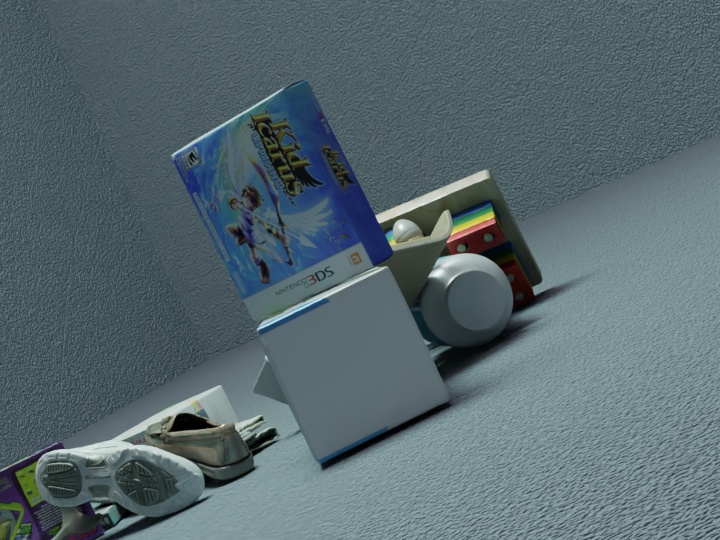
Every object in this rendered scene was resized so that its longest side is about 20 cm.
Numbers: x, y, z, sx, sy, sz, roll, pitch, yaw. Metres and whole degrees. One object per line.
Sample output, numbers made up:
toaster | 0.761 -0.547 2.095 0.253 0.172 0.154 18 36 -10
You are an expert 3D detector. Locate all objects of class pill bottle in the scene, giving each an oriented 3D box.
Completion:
pill bottle | 0.118 0.037 1.861 0.110 0.112 0.200 -26 3 -8

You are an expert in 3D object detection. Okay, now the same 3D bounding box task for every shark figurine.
shark figurine | -0.391 0.326 1.714 0.213 0.129 0.089 -8 20 -25

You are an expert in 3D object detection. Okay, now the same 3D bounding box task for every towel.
towel | -0.219 0.231 1.895 0.192 0.035 0.199 -23 4 -37

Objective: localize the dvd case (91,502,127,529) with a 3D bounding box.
dvd case | -0.374 0.326 1.900 0.199 0.022 0.146 -27 2 5

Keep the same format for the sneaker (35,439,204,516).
sneaker | -0.255 0.219 1.728 0.198 0.079 0.099 4 12 20

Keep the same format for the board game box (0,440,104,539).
board game box | -0.407 0.292 1.776 0.199 0.121 0.032 -26 2 -16

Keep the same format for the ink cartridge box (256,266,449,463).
ink cartridge box | -0.011 0.091 1.587 0.146 0.147 0.200 -25 1 -3

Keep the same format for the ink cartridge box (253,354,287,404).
ink cartridge box | -0.033 0.078 1.852 0.115 0.201 0.068 22 2 -35

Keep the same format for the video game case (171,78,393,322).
video game case | -0.084 -0.068 1.603 0.181 0.201 0.045 -25 4 38

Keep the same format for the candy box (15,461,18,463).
candy box | -0.509 0.343 1.965 0.199 0.077 0.169 -35 1 6

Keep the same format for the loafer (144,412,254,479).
loafer | -0.189 0.188 1.790 0.072 0.063 0.199 -23 18 -33

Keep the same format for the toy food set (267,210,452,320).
toy food set | 0.000 0.000 1.748 0.199 0.061 0.144 -13 -32 -30

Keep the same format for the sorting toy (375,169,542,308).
sorting toy | 0.116 -0.003 2.013 0.197 0.201 0.070 -22 40 12

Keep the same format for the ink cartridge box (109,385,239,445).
ink cartridge box | -0.273 0.237 2.207 0.116 0.068 0.200 -24 2 27
